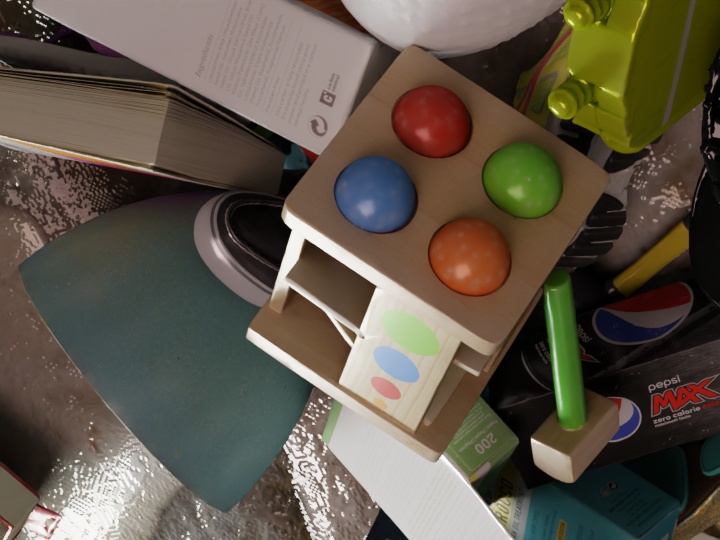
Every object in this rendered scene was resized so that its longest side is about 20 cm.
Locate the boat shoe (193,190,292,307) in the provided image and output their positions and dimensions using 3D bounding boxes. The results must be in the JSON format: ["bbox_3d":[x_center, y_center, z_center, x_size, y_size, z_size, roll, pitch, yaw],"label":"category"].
[{"bbox_3d":[0.000,0.000,1.025,0.199,0.070,0.066,28,144,-25],"label":"boat shoe"}]

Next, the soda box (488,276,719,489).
[{"bbox_3d":[0.175,0.055,1.006,0.198,0.064,0.071,-19,123,12],"label":"soda box"}]

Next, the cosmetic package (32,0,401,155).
[{"bbox_3d":[-0.070,-0.144,0.981,0.199,0.101,0.072,27,113,14],"label":"cosmetic package"}]

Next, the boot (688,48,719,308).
[{"bbox_3d":[0.203,-0.060,0.869,0.073,0.162,0.200,23,107,16],"label":"boot"}]

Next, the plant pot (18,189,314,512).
[{"bbox_3d":[-0.096,0.029,1.088,0.135,0.200,0.200,-40,102,0],"label":"plant pot"}]

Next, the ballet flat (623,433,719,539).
[{"bbox_3d":[0.220,0.132,1.078,0.071,0.071,0.200,45,127,-8],"label":"ballet flat"}]

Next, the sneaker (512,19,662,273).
[{"bbox_3d":[0.114,-0.072,0.989,0.077,0.091,0.201,5,143,-19],"label":"sneaker"}]

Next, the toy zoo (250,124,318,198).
[{"bbox_3d":[-0.004,-0.057,1.079,0.131,0.020,0.200,-32,103,35],"label":"toy zoo"}]

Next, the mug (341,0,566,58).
[{"bbox_3d":[0.049,-0.216,0.887,0.201,0.147,0.175,53,131,10],"label":"mug"}]

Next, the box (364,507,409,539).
[{"bbox_3d":[0.080,0.259,1.142,0.198,0.182,0.105,9,124,19],"label":"box"}]

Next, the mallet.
[{"bbox_3d":[0.179,-0.026,1.012,0.066,0.041,0.200,34,124,-6],"label":"mallet"}]

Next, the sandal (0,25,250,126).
[{"bbox_3d":[-0.140,-0.128,1.068,0.201,0.050,0.082,16,170,29],"label":"sandal"}]

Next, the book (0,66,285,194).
[{"bbox_3d":[-0.161,-0.082,1.049,0.198,0.133,0.049,11,86,29],"label":"book"}]

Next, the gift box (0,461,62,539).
[{"bbox_3d":[-0.342,0.189,1.275,0.184,0.187,0.200,42,143,-4],"label":"gift box"}]

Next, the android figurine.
[{"bbox_3d":[0.149,-0.135,0.810,0.041,0.200,0.183,29,137,25],"label":"android figurine"}]

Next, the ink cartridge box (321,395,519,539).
[{"bbox_3d":[0.061,0.136,1.028,0.200,0.048,0.146,47,157,14],"label":"ink cartridge box"}]

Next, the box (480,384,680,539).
[{"bbox_3d":[0.099,0.134,1.093,0.199,0.049,0.083,31,132,32],"label":"box"}]

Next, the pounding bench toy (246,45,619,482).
[{"bbox_3d":[0.064,0.009,0.901,0.199,0.125,0.156,33,150,6],"label":"pounding bench toy"}]
